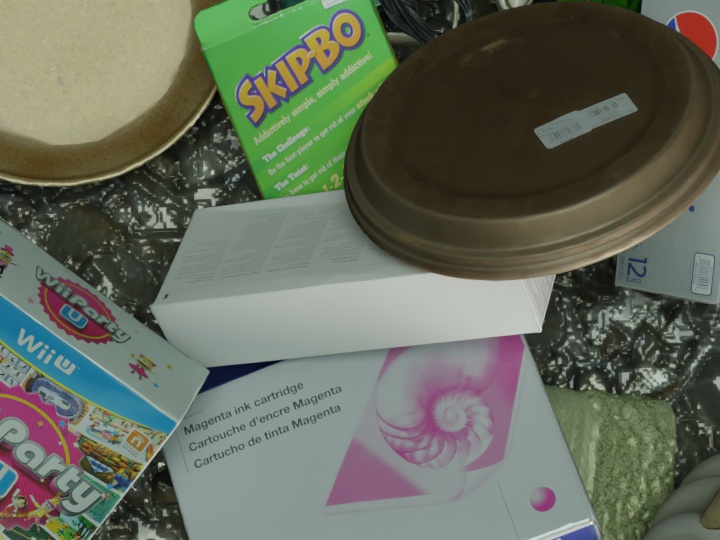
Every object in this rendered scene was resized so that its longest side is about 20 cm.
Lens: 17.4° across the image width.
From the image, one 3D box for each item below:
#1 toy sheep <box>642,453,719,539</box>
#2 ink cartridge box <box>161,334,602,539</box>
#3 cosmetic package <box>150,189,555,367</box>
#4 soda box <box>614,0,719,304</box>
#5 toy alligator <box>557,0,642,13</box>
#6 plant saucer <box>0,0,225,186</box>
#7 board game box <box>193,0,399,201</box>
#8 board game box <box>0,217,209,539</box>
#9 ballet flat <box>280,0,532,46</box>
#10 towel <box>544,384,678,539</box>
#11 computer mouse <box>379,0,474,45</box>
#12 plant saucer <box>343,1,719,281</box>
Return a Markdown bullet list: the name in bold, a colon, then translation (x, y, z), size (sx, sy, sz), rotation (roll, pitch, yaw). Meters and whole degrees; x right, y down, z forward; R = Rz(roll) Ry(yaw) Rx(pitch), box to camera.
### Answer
- **toy sheep**: translation (0.215, 0.150, 1.220), size (0.200, 0.138, 0.138), rotation (-17, 82, -38)
- **ink cartridge box**: translation (-0.002, 0.081, 1.205), size (0.196, 0.043, 0.200), rotation (-22, 64, 3)
- **cosmetic package**: translation (0.000, 0.000, 1.203), size (0.199, 0.083, 0.051), rotation (-7, 126, 23)
- **soda box**: translation (0.186, -0.087, 1.250), size (0.063, 0.068, 0.201), rotation (11, 101, 32)
- **toy alligator**: translation (0.125, -0.144, 1.275), size (0.054, 0.059, 0.200), rotation (-7, 119, 26)
- **plant saucer**: translation (-0.166, -0.142, 1.298), size (0.200, 0.035, 0.201), rotation (0, 82, -2)
- **board game box**: translation (-0.011, -0.063, 1.268), size (0.095, 0.030, 0.200), rotation (-22, 102, 3)
- **board game box**: translation (-0.194, 0.088, 1.199), size (0.147, 0.064, 0.200), rotation (36, 115, -4)
- **ballet flat**: translation (0.055, -0.165, 1.298), size (0.199, 0.067, 0.071), rotation (-17, 93, 1)
- **towel**: translation (0.098, 0.156, 1.247), size (0.148, 0.036, 0.201), rotation (12, 80, -22)
- **computer mouse**: translation (0.056, -0.088, 1.278), size (0.059, 0.034, 0.200), rotation (-29, 102, -12)
- **plant saucer**: translation (0.085, -0.073, 1.173), size (0.199, 0.030, 0.200), rotation (-10, 41, 9)
